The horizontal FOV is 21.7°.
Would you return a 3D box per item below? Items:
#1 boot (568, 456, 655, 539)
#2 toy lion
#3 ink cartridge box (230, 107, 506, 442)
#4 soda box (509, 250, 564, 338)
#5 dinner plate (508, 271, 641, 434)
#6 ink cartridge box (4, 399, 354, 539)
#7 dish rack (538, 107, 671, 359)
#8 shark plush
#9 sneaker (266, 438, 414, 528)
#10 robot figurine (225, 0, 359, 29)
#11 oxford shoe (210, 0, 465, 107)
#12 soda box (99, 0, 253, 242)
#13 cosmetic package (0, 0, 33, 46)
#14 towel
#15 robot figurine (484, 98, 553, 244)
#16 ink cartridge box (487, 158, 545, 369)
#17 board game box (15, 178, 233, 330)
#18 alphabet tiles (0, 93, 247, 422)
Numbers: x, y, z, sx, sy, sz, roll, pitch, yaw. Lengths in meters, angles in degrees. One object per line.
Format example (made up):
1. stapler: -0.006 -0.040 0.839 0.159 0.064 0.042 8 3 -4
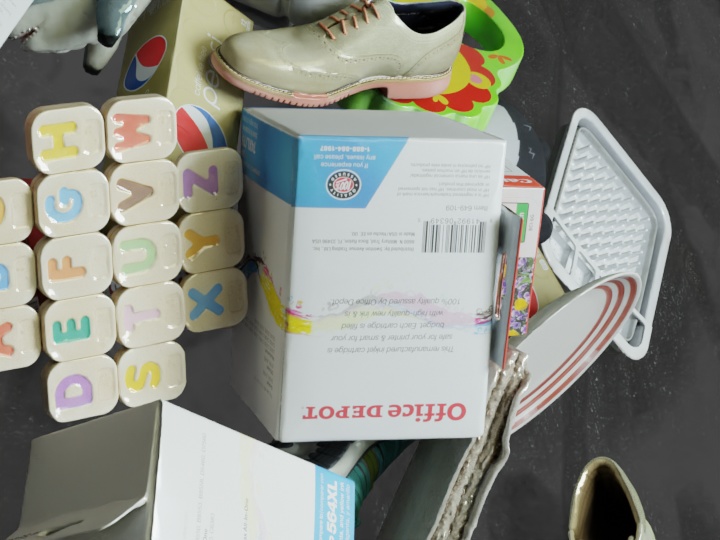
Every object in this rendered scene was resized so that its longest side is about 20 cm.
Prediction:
1. boot: 0.212 0.266 1.518 0.155 0.072 0.201 63 22 -58
2. toy lion: 0.047 -0.169 1.456 0.199 0.069 0.192 -7 46 -35
3. ink cartridge box: 0.000 0.000 1.265 0.146 0.146 0.202 0 102 -18
4. soda box: 0.084 0.038 1.489 0.199 0.064 0.068 -14 71 -53
5. dinner plate: 0.143 0.068 1.487 0.024 0.201 0.200 45 32 21
6. ink cartridge box: -0.116 0.171 1.156 0.200 0.128 0.126 30 53 -41
7. dish rack: 0.213 -0.030 1.716 0.172 0.043 0.201 46 44 -27
8. shark plush: -0.162 -0.224 1.262 0.083 0.091 0.201 36 86 -7
9. sneaker: -0.019 0.143 1.351 0.200 0.077 0.080 -30 125 -55
10. robot figurine: -0.068 -0.248 1.360 0.199 0.170 0.113 23 49 4
11. oxford shoe: -0.013 -0.164 1.322 0.199 0.074 0.071 -9 47 -36
12. soda box: -0.126 -0.104 1.293 0.068 0.064 0.201 34 45 -32
13. cosmetic package: -0.251 -0.182 1.164 0.071 0.101 0.201 49 44 -26
14. towel: 0.064 0.141 1.330 0.034 0.133 0.201 23 93 -10
15. robot figurine: 0.070 -0.074 1.490 0.199 0.150 0.126 -17 100 -51
16. ink cartridge box: 0.089 -0.016 1.308 0.050 0.200 0.110 0 108 -18
17. board game box: -0.153 -0.009 1.277 0.199 0.019 0.104 -2 77 -51
18. alphabet tiles: -0.158 -0.008 1.184 0.194 0.015 0.201 -9 107 -29
